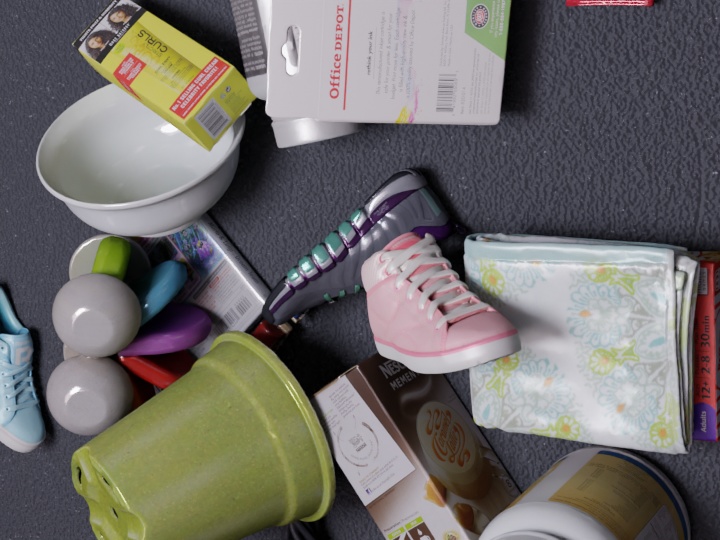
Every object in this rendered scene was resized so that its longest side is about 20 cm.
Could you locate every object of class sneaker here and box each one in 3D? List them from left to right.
[{"bbox_3d":[-0.401,0.107,1.487,0.082,0.074,0.200,-27,89,37],"label":"sneaker"},{"bbox_3d":[0.000,0.000,1.199,0.200,0.074,0.088,-42,89,16],"label":"sneaker"},{"bbox_3d":[0.057,0.023,1.091,0.200,0.075,0.105,8,112,66],"label":"sneaker"}]

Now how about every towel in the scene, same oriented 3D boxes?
[{"bbox_3d":[0.179,0.058,1.082,0.200,0.048,0.172,5,104,31],"label":"towel"}]

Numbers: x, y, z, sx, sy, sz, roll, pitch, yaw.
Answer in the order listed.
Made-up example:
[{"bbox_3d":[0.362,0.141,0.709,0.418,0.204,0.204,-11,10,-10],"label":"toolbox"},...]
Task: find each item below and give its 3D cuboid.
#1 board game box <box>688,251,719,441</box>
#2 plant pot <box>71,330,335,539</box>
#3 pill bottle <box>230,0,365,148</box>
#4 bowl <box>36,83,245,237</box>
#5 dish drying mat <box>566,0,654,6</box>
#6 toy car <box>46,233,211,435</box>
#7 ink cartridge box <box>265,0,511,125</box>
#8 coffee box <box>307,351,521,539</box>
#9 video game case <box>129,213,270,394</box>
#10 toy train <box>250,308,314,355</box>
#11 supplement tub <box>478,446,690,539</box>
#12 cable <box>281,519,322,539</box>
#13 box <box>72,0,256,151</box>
[{"bbox_3d":[0.210,0.058,1.120,0.200,0.046,0.152,2,104,31],"label":"board game box"},{"bbox_3d":[-0.156,0.183,1.212,0.200,0.184,0.201,37,141,38],"label":"plant pot"},{"bbox_3d":[-0.055,-0.215,1.168,0.111,0.111,0.200,-6,99,32],"label":"pill bottle"},{"bbox_3d":[-0.200,-0.096,1.264,0.201,0.201,0.090,17,141,27],"label":"bowl"},{"bbox_3d":[0.200,-0.311,1.044,0.077,0.018,0.200,7,107,30],"label":"dish drying mat"},{"bbox_3d":[-0.225,0.065,1.308,0.150,0.175,0.200,7,110,-6],"label":"toy car"},{"bbox_3d":[0.017,-0.184,1.092,0.200,0.067,0.117,0,107,-13],"label":"ink cartridge box"},{"bbox_3d":[0.052,0.171,1.206,0.080,0.114,0.200,-37,83,33],"label":"coffee box"},{"bbox_3d":[-0.201,0.024,1.374,0.182,0.024,0.200,50,123,11],"label":"video game case"},{"bbox_3d":[-0.091,0.064,1.303,0.034,0.046,0.200,46,121,13],"label":"toy train"},{"bbox_3d":[0.180,0.243,1.096,0.144,0.200,0.145,9,108,29],"label":"supplement tub"},{"bbox_3d":[-0.003,0.241,1.296,0.163,0.051,0.200,19,111,26],"label":"cable"},{"bbox_3d":[-0.187,-0.189,1.242,0.075,0.050,0.200,-49,52,-5],"label":"box"}]
